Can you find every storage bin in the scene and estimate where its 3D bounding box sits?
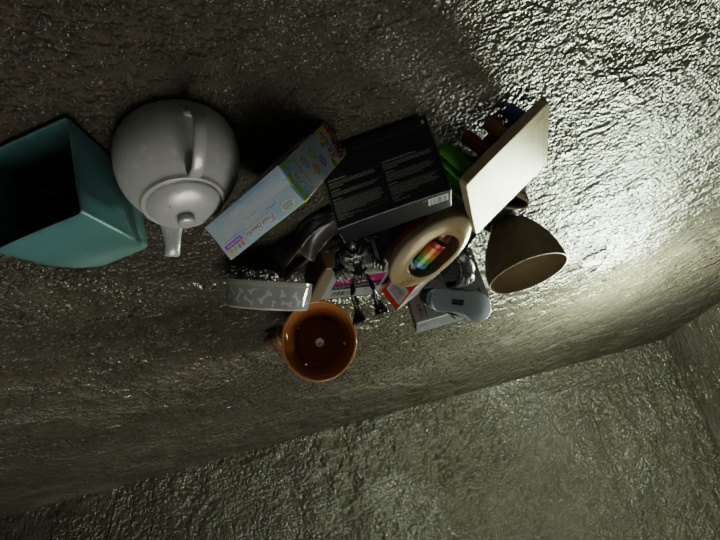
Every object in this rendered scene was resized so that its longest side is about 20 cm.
[{"bbox_3d":[0.134,-0.087,1.251,0.194,0.096,0.136,-6,154,-24],"label":"storage bin"}]

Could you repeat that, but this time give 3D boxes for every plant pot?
[{"bbox_3d":[0.382,-0.050,1.435,0.194,0.138,0.202,-14,156,-6],"label":"plant pot"},{"bbox_3d":[-0.407,-0.089,0.858,0.138,0.145,0.200,-19,163,7],"label":"plant pot"},{"bbox_3d":[-0.108,0.187,1.568,0.194,0.206,0.140,-14,173,-4],"label":"plant pot"}]

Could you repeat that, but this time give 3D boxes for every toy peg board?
[{"bbox_3d":[0.238,-0.205,1.076,0.199,0.098,0.200,-44,155,-3],"label":"toy peg board"}]

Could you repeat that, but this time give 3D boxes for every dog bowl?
[{"bbox_3d":[-0.195,0.051,1.257,0.193,0.061,0.200,3,179,0],"label":"dog bowl"}]

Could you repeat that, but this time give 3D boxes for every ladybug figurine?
[{"bbox_3d":[0.123,-0.048,1.129,0.134,0.073,0.200,21,125,-44],"label":"ladybug figurine"}]

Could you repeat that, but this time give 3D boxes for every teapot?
[{"bbox_3d":[-0.255,-0.132,0.844,0.193,0.150,0.200,-22,154,11],"label":"teapot"}]

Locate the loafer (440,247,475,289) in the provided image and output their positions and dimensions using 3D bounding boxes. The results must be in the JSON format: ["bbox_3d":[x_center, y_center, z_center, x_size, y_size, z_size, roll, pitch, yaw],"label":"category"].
[{"bbox_3d":[0.206,-0.004,1.273,0.069,0.069,0.201,-26,159,2],"label":"loafer"}]

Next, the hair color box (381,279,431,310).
[{"bbox_3d":[0.149,-0.004,1.375,0.198,0.064,0.111,-33,166,-33],"label":"hair color box"}]

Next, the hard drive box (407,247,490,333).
[{"bbox_3d":[0.211,0.050,1.508,0.194,0.160,0.077,-15,156,-1],"label":"hard drive box"}]

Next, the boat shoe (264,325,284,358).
[{"bbox_3d":[-0.205,0.216,1.692,0.066,0.074,0.200,-18,150,16],"label":"boat shoe"}]

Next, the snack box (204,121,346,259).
[{"bbox_3d":[-0.123,-0.125,0.900,0.167,0.068,0.201,-32,-165,31],"label":"snack box"}]

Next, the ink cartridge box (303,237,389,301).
[{"bbox_3d":[-0.015,-0.006,1.344,0.194,0.077,0.166,-6,154,-22],"label":"ink cartridge box"}]

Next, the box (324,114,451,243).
[{"bbox_3d":[0.040,-0.152,0.995,0.194,0.145,0.079,-18,164,4],"label":"box"}]

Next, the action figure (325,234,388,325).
[{"bbox_3d":[0.000,0.000,1.204,0.116,0.206,0.102,-17,-172,-8],"label":"action figure"}]

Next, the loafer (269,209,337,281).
[{"bbox_3d":[-0.101,-0.050,1.199,0.198,0.074,0.072,-35,149,33],"label":"loafer"}]

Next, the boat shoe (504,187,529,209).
[{"bbox_3d":[0.273,-0.162,1.219,0.195,0.066,0.071,-2,152,-30],"label":"boat shoe"}]

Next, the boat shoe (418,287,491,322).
[{"bbox_3d":[0.224,0.077,1.404,0.194,0.076,0.068,6,-175,-31],"label":"boat shoe"}]
